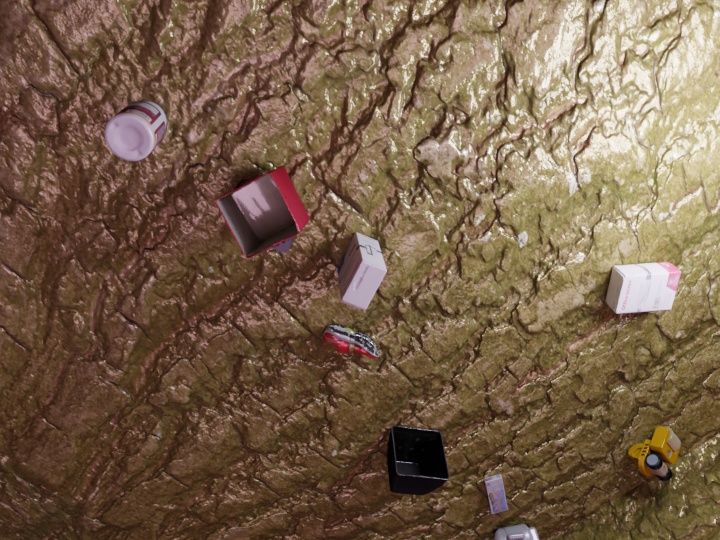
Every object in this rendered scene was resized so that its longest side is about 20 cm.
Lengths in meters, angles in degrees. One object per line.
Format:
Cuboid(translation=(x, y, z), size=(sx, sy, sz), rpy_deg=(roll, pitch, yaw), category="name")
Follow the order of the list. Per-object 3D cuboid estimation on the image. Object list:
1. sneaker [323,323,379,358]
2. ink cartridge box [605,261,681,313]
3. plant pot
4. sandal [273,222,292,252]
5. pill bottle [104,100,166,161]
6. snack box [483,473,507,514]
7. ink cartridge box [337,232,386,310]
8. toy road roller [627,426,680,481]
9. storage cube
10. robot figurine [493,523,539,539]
Cuboid(translation=(-0.032, 0.245, 1.870), size=(0.199, 0.077, 0.085), rpy_deg=(27, 117, -8), category="sneaker")
Cuboid(translation=(0.936, 0.056, 1.875), size=(0.198, 0.083, 0.148), rpy_deg=(-4, 118, -6), category="ink cartridge box")
Cuboid(translation=(0.190, 0.716, 2.080), size=(0.198, 0.201, 0.178), rpy_deg=(10, 129, -12), category="plant pot")
Cuboid(translation=(-0.234, -0.143, 1.652), size=(0.075, 0.043, 0.202), rpy_deg=(2, 117, -8), category="sandal")
Cuboid(translation=(-0.555, -0.357, 1.413), size=(0.113, 0.200, 0.115), rpy_deg=(-3, 117, -5), category="pill bottle")
Cuboid(translation=(0.556, 0.919, 2.313), size=(0.071, 0.024, 0.201), rpy_deg=(-15, 118, 0), category="snack box")
Cuboid(translation=(0.000, 0.000, 1.666), size=(0.084, 0.200, 0.147), rpy_deg=(21, 114, -16), category="ink cartridge box")
Cuboid(translation=(1.164, 0.720, 2.246), size=(0.123, 0.146, 0.201), rpy_deg=(44, 68, -24), category="toy road roller")
Cuboid(translation=(-0.259, -0.166, 1.536), size=(0.170, 0.180, 0.201), rpy_deg=(-24, 103, 11), category="storage cube")
Cuboid(translation=(0.653, 1.147, 2.393), size=(0.198, 0.114, 0.170), rpy_deg=(-10, 137, -2), category="robot figurine")
